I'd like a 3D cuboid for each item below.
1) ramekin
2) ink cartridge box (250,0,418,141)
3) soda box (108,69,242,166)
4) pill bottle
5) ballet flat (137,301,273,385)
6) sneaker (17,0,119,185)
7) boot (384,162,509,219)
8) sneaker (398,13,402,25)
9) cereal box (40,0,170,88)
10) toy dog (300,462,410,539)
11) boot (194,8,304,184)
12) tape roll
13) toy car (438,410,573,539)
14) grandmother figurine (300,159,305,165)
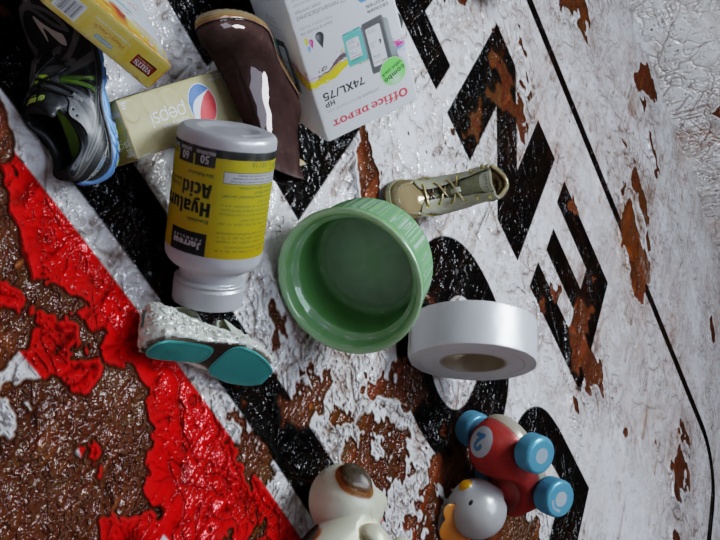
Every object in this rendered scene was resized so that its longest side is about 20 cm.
[{"bbox_3d":[0.000,0.000,1.258,0.098,0.199,0.201,-44,118,-62],"label":"ramekin"},{"bbox_3d":[-0.037,-0.304,1.249,0.146,0.146,0.201,-28,125,-14],"label":"ink cartridge box"},{"bbox_3d":[-0.223,-0.175,1.083,0.200,0.064,0.068,-37,111,-55],"label":"soda box"},{"bbox_3d":[-0.159,-0.060,1.057,0.111,0.111,0.201,-18,121,-57],"label":"pill bottle"},{"bbox_3d":[-0.173,0.078,1.085,0.200,0.072,0.072,28,58,-51],"label":"ballet flat"},{"bbox_3d":[-0.302,-0.184,0.958,0.083,0.071,0.201,-24,102,-59],"label":"sneaker"},{"bbox_3d":[0.142,-0.129,1.544,0.200,0.154,0.072,-11,89,-58],"label":"boot"},{"bbox_3d":[0.005,-0.389,1.489,0.082,0.073,0.200,64,35,-19],"label":"sneaker"},{"bbox_3d":[-0.275,-0.288,0.968,0.144,0.039,0.200,37,18,-47],"label":"cereal box"},{"bbox_3d":[-0.032,0.342,1.183,0.193,0.140,0.201,22,57,-10],"label":"toy dog"},{"bbox_3d":[-0.121,-0.200,1.116,0.200,0.072,0.167,26,52,-65],"label":"boot"},{"bbox_3d":[0.175,0.112,1.484,0.202,0.202,0.071,30,57,-49],"label":"tape roll"},{"bbox_3d":[0.197,0.350,1.516,0.200,0.184,0.177,-36,113,-24],"label":"toy car"},{"bbox_3d":[-0.130,-0.229,1.255,0.121,0.060,0.201,-53,126,-83],"label":"grandmother figurine"}]
